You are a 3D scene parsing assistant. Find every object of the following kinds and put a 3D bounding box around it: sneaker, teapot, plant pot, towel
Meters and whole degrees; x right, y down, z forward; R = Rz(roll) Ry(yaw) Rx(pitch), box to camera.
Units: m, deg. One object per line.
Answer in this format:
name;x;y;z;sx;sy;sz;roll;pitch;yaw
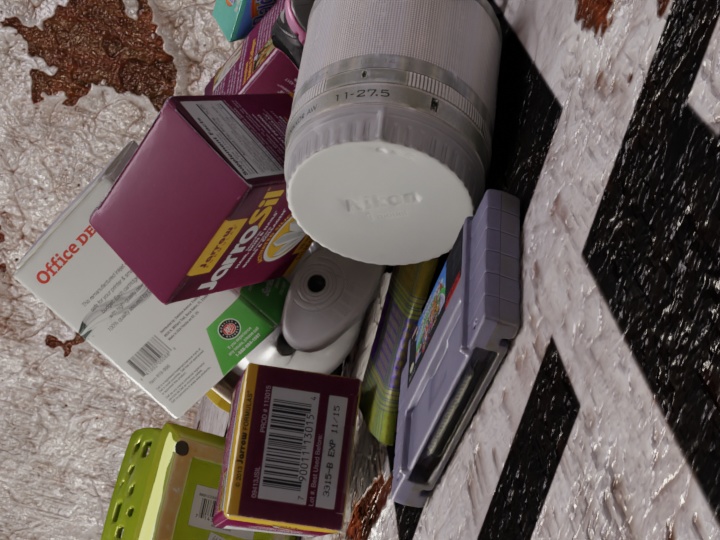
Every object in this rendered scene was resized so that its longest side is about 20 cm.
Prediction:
sneaker;-0.002;-0.164;1.379;0.079;0.200;0.095;-49;11;-32
teapot;-0.067;0.008;1.581;0.201;0.196;0.146;60;137;21
sneaker;0.000;0.000;1.416;0.202;0.072;0.112;-61;-17;-17
plant pot;-0.166;0.278;1.706;0.181;0.198;0.202;140;145;-66
towel;0.038;0.036;1.331;0.144;0.022;0.203;-128;52;-79

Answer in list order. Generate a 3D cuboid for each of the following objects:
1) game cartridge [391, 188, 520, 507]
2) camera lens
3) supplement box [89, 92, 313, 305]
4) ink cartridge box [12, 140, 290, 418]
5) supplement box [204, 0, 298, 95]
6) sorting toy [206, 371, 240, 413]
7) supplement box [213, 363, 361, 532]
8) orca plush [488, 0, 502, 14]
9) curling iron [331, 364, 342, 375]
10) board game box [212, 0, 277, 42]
game cartridge;0.064;0.055;1.096;0.131;0.038;0.201;-90;16;-45
camera lens;0.027;-0.127;1.220;0.161;0.158;0.202;116;166;-52
supplement box;-0.103;-0.064;1.285;0.131;0.103;0.199;-51;-17;24
ink cartridge box;-0.183;0.008;1.390;0.146;0.200;0.083;-40;15;25
supplement box;-0.065;-0.188;1.549;0.200;0.103;0.132;-45;24;28
sorting toy;-0.115;0.131;1.644;0.036;0.200;0.185;-44;13;6
supplement box;-0.068;0.165;1.393;0.200;0.102;0.133;130;148;-77
orca plush;0.059;-0.216;1.397;0.201;0.104;0.072;120;173;-54
curling iron;-0.026;0.087;1.674;0.050;0.025;0.202;83;-174;-48
board game box;-0.043;-0.318;1.600;0.045;0.198;0.153;57;146;24
